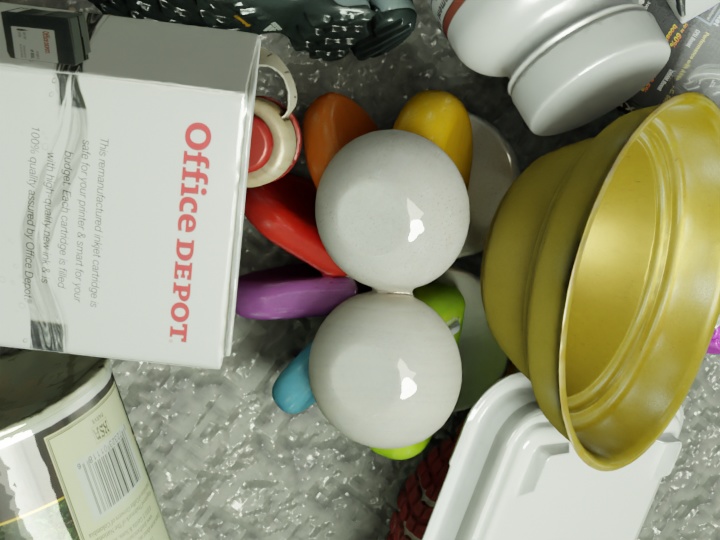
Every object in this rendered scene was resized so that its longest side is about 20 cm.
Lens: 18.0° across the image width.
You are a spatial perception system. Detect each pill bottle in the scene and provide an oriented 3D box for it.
[{"bbox_3d":[0.078,-0.177,1.196,0.112,0.112,0.201,-26,74,-11],"label":"pill bottle"}]

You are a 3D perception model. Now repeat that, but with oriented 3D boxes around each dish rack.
[{"bbox_3d":[0.105,0.151,1.275,0.171,0.043,0.201,-2,119,-45],"label":"dish rack"}]

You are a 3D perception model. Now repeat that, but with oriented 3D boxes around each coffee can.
[{"bbox_3d":[-0.169,0.159,1.202,0.145,0.146,0.201,-21,105,-13],"label":"coffee can"}]

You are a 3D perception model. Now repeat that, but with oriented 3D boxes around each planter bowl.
[{"bbox_3d":[0.119,-0.002,1.194,0.200,0.083,0.202,-31,129,-49],"label":"planter bowl"}]

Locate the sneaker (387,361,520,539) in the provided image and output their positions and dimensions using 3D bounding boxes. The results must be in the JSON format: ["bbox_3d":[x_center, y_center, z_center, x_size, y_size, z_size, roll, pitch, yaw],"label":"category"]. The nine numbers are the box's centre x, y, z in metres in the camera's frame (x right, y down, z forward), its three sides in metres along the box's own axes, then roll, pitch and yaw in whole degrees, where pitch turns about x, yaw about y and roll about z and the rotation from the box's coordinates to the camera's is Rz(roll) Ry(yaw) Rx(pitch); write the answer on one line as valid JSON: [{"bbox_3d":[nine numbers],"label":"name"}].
[{"bbox_3d":[0.088,0.124,1.315,0.082,0.078,0.201,31,95,-30],"label":"sneaker"}]

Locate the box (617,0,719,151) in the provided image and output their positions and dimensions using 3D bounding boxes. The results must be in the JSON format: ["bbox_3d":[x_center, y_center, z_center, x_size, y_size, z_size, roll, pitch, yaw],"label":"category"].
[{"bbox_3d":[0.180,-0.188,1.263,0.157,0.050,0.201,32,89,11],"label":"box"}]

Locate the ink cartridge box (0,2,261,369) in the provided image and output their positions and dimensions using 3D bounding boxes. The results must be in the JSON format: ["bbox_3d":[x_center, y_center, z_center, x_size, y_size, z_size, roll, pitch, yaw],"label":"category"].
[{"bbox_3d":[-0.151,-0.044,1.069,0.198,0.084,0.146,7,117,-1],"label":"ink cartridge box"}]

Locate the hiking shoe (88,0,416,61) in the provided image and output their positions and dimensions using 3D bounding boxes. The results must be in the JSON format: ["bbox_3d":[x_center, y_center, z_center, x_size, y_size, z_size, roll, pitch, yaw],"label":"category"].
[{"bbox_3d":[-0.066,-0.169,1.221,0.199,0.074,0.087,8,65,-25],"label":"hiking shoe"}]

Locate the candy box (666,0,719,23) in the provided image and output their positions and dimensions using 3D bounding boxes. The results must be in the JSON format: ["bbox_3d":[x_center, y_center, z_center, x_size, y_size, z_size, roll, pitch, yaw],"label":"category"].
[{"bbox_3d":[0.191,-0.264,1.209,0.167,0.072,0.201,-31,78,4],"label":"candy box"}]

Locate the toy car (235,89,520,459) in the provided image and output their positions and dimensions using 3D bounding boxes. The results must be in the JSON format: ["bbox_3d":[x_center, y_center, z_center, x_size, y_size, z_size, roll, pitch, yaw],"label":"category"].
[{"bbox_3d":[0.000,0.000,1.237,0.149,0.175,0.202,5,100,17],"label":"toy car"}]

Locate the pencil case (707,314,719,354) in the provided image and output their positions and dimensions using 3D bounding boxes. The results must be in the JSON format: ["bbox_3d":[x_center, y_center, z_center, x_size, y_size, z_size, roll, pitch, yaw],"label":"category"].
[{"bbox_3d":[0.238,-0.044,1.325,0.085,0.092,0.202,13,96,25],"label":"pencil case"}]

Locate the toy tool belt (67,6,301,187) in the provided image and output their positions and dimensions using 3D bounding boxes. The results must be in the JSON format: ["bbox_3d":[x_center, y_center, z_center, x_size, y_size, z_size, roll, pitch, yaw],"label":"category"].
[{"bbox_3d":[-0.138,-0.070,1.150,0.198,0.123,0.126,9,99,10],"label":"toy tool belt"}]
